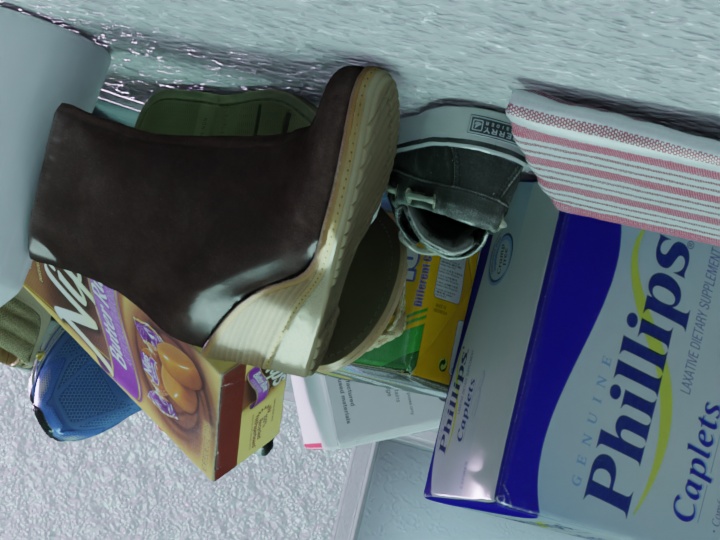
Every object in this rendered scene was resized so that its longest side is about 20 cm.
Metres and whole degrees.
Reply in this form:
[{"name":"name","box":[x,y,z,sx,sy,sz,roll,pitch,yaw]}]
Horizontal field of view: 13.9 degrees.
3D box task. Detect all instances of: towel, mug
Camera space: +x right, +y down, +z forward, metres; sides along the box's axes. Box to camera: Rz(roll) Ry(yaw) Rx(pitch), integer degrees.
[{"name":"towel","box":[0.151,-0.047,1.409,0.146,0.030,0.200,12,172,13]},{"name":"mug","box":[-0.222,-0.055,1.546,0.149,0.154,0.187,14,174,-10]}]

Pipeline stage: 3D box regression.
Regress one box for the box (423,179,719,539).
[{"name":"box","box":[0.159,0.062,1.621,0.199,0.185,0.105,15,175,-20]}]

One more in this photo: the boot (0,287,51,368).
[{"name":"boot","box":[-0.188,-0.015,1.808,0.073,0.156,0.200,17,175,20]}]

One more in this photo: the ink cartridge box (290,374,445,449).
[{"name":"ink cartridge box","box":[0.061,0.060,1.968,0.199,0.085,0.145,-11,179,-10]}]

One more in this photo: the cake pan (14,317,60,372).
[{"name":"cake pan","box":[-0.206,-0.015,1.906,0.199,0.201,0.037,20,128,-16]}]

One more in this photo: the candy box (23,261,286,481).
[{"name":"candy box","box":[-0.125,0.010,1.642,0.200,0.056,0.117,45,153,22]}]

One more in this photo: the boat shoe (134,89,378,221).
[{"name":"boat shoe","box":[-0.042,-0.056,1.560,0.068,0.075,0.200,16,-176,-37]}]

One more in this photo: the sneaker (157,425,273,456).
[{"name":"sneaker","box":[-0.100,0.031,1.969,0.090,0.201,0.078,0,140,-1]}]

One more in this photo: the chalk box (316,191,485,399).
[{"name":"chalk box","box":[0.000,0.000,1.718,0.199,0.124,0.124,10,174,39]}]

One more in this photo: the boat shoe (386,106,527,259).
[{"name":"boat shoe","box":[0.040,-0.041,1.515,0.070,0.064,0.200,14,174,-6]}]

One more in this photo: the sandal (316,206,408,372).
[{"name":"sandal","box":[0.000,0.006,1.591,0.070,0.077,0.212,50,-169,-31]}]

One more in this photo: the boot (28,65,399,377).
[{"name":"boot","box":[-0.077,-0.043,1.441,0.166,0.072,0.201,25,131,7]}]

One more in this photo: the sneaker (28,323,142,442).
[{"name":"sneaker","box":[-0.115,0.037,1.817,0.079,0.200,0.089,59,163,-13]}]
